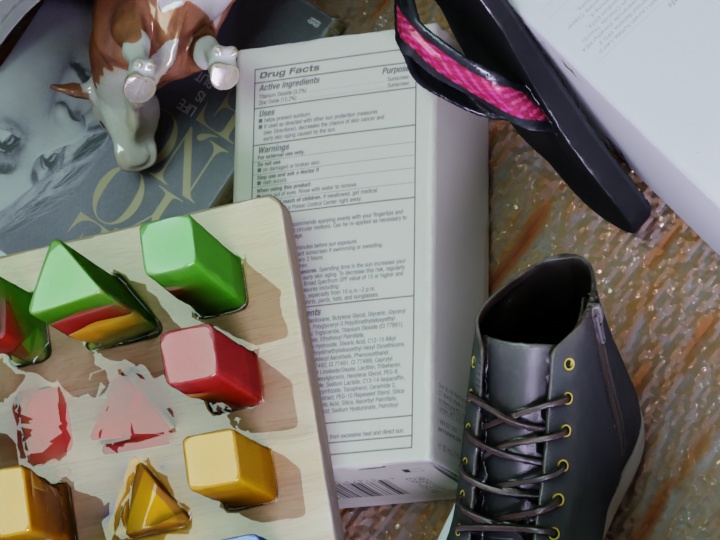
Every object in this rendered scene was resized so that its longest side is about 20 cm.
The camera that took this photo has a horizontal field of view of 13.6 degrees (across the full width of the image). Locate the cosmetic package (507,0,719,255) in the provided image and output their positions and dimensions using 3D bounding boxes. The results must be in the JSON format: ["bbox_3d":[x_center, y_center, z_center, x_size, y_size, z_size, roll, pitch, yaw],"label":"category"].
[{"bbox_3d":[0.149,-0.071,1.282,0.081,0.113,0.200,-41,60,0],"label":"cosmetic package"}]

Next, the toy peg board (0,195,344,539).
[{"bbox_3d":[-0.121,0.076,1.267,0.199,0.098,0.200,-13,75,12],"label":"toy peg board"}]

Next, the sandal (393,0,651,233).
[{"bbox_3d":[0.052,-0.083,1.296,0.045,0.200,0.075,-41,19,-5],"label":"sandal"}]

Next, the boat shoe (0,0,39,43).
[{"bbox_3d":[-0.198,-0.137,1.490,0.199,0.076,0.060,-32,19,24],"label":"boat shoe"}]

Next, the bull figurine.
[{"bbox_3d":[-0.079,-0.132,1.374,0.201,0.065,0.121,-68,24,14],"label":"bull figurine"}]

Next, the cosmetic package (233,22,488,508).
[{"bbox_3d":[0.000,0.000,1.350,0.103,0.073,0.201,-5,71,23],"label":"cosmetic package"}]

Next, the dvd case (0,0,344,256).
[{"bbox_3d":[-0.118,-0.069,1.457,0.148,0.016,0.201,33,89,28],"label":"dvd case"}]

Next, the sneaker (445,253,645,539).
[{"bbox_3d":[0.058,0.092,1.231,0.074,0.107,0.201,3,47,21],"label":"sneaker"}]

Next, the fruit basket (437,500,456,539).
[{"bbox_3d":[0.074,0.205,1.242,0.184,0.094,0.201,20,79,28],"label":"fruit basket"}]
